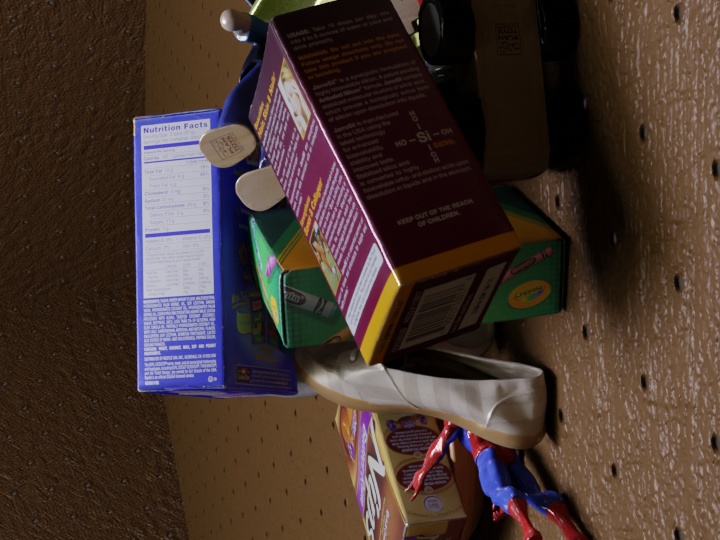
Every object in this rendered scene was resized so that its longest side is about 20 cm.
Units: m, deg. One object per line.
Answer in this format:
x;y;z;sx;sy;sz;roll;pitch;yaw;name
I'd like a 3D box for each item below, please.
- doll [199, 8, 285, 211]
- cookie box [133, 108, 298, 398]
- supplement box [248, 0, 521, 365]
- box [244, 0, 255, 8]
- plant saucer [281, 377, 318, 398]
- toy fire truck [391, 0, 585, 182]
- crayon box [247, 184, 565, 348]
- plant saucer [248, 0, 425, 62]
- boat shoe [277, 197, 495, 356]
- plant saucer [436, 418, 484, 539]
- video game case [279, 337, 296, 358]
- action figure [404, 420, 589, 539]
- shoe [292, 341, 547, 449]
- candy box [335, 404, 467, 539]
-0.061;-0.133;1.115;0.137;0.048;0.201;50;-149;-21;doll
-0.107;-0.007;1.159;0.171;0.075;0.202;23;-115;-74;cookie box
0.010;-0.059;0.957;0.201;0.085;0.111;64;158;22;supplement box
-0.083;-0.364;1.401;0.200;0.123;0.198;38;-144;-62;box
-0.051;0.013;1.342;0.050;0.198;0.202;-119;27;-64;plant saucer
0.051;-0.143;1.052;0.200;0.128;0.178;166;98;-73;toy fire truck
0.029;-0.006;1.064;0.119;0.198;0.059;-125;31;-64;crayon box
0.017;-0.196;1.176;0.201;0.048;0.200;56;129;24;plant saucer
0.025;-0.003;1.164;0.075;0.199;0.068;-55;4;-27;boat shoe
0.066;0.151;1.313;0.200;0.037;0.202;174;90;-76;plant saucer
0.000;0.000;1.248;0.018;0.143;0.201;-28;47;42;video game case
0.094;0.168;1.122;0.200;0.065;0.100;-115;41;-55;action figure
0.044;0.074;1.115;0.070;0.198;0.054;-49;-32;-53;shoe
0.030;0.162;1.274;0.117;0.056;0.201;100;159;-44;candy box
